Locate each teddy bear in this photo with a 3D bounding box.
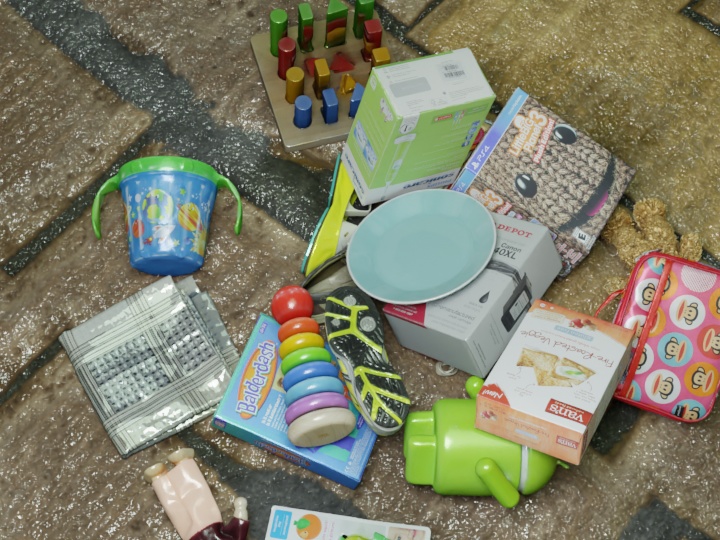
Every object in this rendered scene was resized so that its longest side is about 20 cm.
[{"bbox_3d":[0.399,-0.010,1.680,0.143,0.067,0.202,-1,63,-2],"label":"teddy bear"}]

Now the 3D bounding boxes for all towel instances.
[{"bbox_3d":[-0.260,0.115,1.593,0.198,0.035,0.194,-27,68,-16],"label":"towel"}]

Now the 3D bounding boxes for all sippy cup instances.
[{"bbox_3d":[-0.254,-0.066,1.638,0.176,0.139,0.132,-13,70,33],"label":"sippy cup"}]

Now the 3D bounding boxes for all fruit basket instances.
[{"bbox_3d":[-0.027,0.374,1.447,0.197,0.094,0.187,10,63,5],"label":"fruit basket"}]

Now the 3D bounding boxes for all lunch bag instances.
[{"bbox_3d":[0.386,0.079,1.589,0.174,0.082,0.202,18,92,8],"label":"lunch bag"}]

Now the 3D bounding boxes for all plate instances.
[{"bbox_3d":[0.079,-0.027,1.599,0.198,0.026,0.202,-10,45,10],"label":"plate"}]

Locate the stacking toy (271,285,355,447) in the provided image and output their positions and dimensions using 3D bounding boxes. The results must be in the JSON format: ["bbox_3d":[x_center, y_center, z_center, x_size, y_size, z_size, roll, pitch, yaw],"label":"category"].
[{"bbox_3d":[-0.069,0.109,1.520,0.084,0.086,0.202,-12,65,-9],"label":"stacking toy"}]

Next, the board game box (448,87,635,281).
[{"bbox_3d":[0.243,-0.117,1.683,0.199,0.097,0.160,34,63,1],"label":"board game box"}]

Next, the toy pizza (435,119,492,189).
[{"bbox_3d":[0.145,-0.140,1.747,0.197,0.032,0.202,1,64,-3],"label":"toy pizza"}]

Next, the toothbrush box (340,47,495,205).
[{"bbox_3d":[0.072,-0.186,1.625,0.144,0.201,0.087,-16,64,-21],"label":"toothbrush box"}]

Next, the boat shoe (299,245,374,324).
[{"bbox_3d":[0.000,0.000,1.649,0.199,0.065,0.073,-36,69,-20],"label":"boat shoe"}]

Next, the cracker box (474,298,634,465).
[{"bbox_3d":[0.235,0.129,1.494,0.133,0.058,0.200,18,42,20],"label":"cracker box"}]

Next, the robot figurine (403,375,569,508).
[{"bbox_3d":[0.153,0.217,1.522,0.197,0.117,0.176,1,32,-1],"label":"robot figurine"}]

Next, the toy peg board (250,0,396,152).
[{"bbox_3d":[-0.040,-0.297,1.778,0.198,0.098,0.201,-14,65,-10],"label":"toy peg board"}]

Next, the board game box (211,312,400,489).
[{"bbox_3d":[-0.068,0.164,1.562,0.198,0.045,0.153,25,64,-1],"label":"board game box"}]

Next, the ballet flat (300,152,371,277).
[{"bbox_3d":[-0.023,-0.074,1.687,0.066,0.067,0.202,16,62,2],"label":"ballet flat"}]

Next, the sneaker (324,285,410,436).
[{"bbox_3d":[-0.001,0.114,1.532,0.075,0.077,0.202,-11,63,-15],"label":"sneaker"}]

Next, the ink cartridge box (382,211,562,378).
[{"bbox_3d":[0.147,0.021,1.608,0.144,0.084,0.201,18,60,40],"label":"ink cartridge box"}]

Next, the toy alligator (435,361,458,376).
[{"bbox_3d":[0.192,0.091,1.622,0.198,0.054,0.060,-18,65,-12],"label":"toy alligator"}]

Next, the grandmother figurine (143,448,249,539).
[{"bbox_3d":[-0.184,0.314,1.489,0.121,0.061,0.201,-33,70,11],"label":"grandmother figurine"}]
